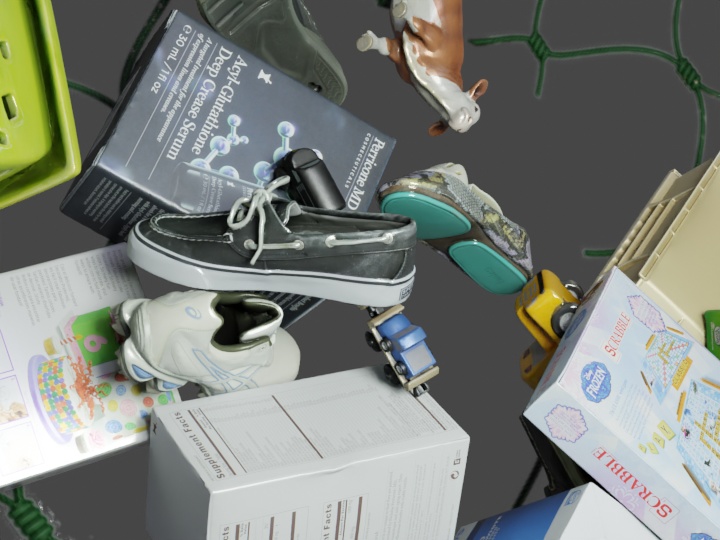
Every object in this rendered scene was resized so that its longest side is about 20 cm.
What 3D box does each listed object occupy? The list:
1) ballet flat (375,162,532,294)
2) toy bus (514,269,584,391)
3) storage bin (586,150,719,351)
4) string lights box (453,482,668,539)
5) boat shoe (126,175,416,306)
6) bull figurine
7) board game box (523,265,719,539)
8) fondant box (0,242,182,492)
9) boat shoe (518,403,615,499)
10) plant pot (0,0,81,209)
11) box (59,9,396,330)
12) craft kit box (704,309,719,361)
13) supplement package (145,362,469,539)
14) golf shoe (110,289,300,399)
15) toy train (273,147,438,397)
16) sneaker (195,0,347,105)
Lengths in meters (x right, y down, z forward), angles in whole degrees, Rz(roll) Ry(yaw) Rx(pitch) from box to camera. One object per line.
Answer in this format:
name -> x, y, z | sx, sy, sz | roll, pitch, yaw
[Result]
ballet flat -> 0.074, -0.046, 1.283 | 0.200, 0.072, 0.072 | 35, 56, -49
toy bus -> 0.198, 0.093, 1.304 | 0.200, 0.078, 0.065 | 43, 16, -10
storage bin -> 0.319, 0.031, 1.388 | 0.200, 0.094, 0.199 | 42, 62, -7
string lights box -> 0.143, 0.224, 1.179 | 0.103, 0.200, 0.059 | 38, 62, -9
boat shoe -> -0.061, -0.024, 1.095 | 0.199, 0.068, 0.074 | 10, 28, 9
bull figurine -> 0.052, -0.209, 1.350 | 0.121, 0.065, 0.200 | 30, 49, -51
board game box -> 0.227, 0.113, 1.174 | 0.199, 0.041, 0.200 | 42, 31, -1
fondant box -> -0.239, 0.076, 1.133 | 0.200, 0.058, 0.144 | -16, 81, -28
boat shoe -> 0.176, 0.196, 1.279 | 0.201, 0.066, 0.072 | 58, 19, 19
plant pot -> -0.306, -0.125, 1.076 | 0.181, 0.199, 0.200 | 8, 66, -60
box -> -0.100, -0.072, 1.220 | 0.200, 0.107, 0.149 | 29, 63, -14
craft kit box -> 0.384, 0.127, 1.308 | 0.200, 0.049, 0.198 | -2, 86, -11
supplement package -> -0.040, 0.152, 1.147 | 0.200, 0.114, 0.110 | -9, 121, -26
golf shoe -> -0.084, 0.054, 1.152 | 0.200, 0.097, 0.078 | 12, 62, -59
toy train -> 0.000, 0.000, 1.155 | 0.034, 0.046, 0.200 | -29, 89, -31
sneaker -> -0.086, -0.212, 1.251 | 0.076, 0.114, 0.199 | -37, 134, 1
